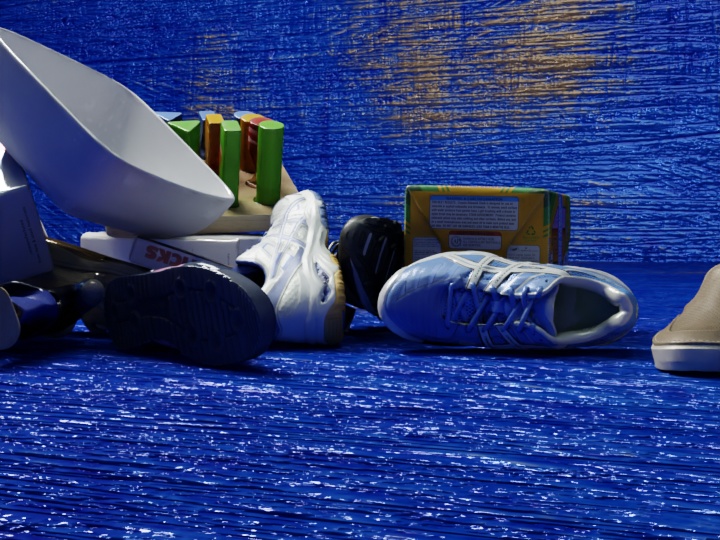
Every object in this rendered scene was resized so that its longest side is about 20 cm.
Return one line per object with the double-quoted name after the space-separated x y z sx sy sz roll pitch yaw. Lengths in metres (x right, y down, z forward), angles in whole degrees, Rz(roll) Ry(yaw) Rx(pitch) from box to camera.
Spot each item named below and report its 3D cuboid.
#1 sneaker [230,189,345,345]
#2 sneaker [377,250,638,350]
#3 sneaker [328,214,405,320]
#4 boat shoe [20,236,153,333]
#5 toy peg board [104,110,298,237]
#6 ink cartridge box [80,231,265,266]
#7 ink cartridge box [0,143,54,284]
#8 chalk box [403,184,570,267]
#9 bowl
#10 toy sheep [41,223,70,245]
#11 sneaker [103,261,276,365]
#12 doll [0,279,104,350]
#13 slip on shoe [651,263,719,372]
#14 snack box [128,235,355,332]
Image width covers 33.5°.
-0.068 -0.010 0.981 0.087 0.076 0.200 -3 27 -9 "sneaker"
0.111 0.021 0.888 0.197 0.077 0.077 -1 -2 0 "sneaker"
0.000 0.000 1.030 0.078 0.075 0.200 17 -12 12 "sneaker"
-0.213 0.023 1.029 0.198 0.066 0.072 17 -2 17 "boat shoe"
-0.167 -0.123 1.217 0.197 0.099 0.200 -2 27 -16 "toy peg board"
-0.164 0.003 1.218 0.198 0.084 0.146 2 4 29 "ink cartridge box"
-0.369 -0.038 0.984 0.198 0.084 0.145 -18 35 -14 "ink cartridge box"
0.119 -0.010 1.062 0.123 0.126 0.200 1 3 15 "chalk box"
-0.220 -0.101 1.004 0.200 0.075 0.199 43 12 25 "bowl"
-0.384 -0.019 1.231 0.198 0.140 0.137 7 6 37 "toy sheep"
-0.105 0.025 0.852 0.081 0.071 0.199 -6 7 -39 "sneaker"
-0.258 0.033 0.891 0.135 0.049 0.200 -13 0 5 "doll"
0.257 0.025 0.832 0.075 0.061 0.199 0 10 38 "slip on shoe"
-0.105 0.011 1.048 0.198 0.025 0.072 19 -2 -11 "snack box"
